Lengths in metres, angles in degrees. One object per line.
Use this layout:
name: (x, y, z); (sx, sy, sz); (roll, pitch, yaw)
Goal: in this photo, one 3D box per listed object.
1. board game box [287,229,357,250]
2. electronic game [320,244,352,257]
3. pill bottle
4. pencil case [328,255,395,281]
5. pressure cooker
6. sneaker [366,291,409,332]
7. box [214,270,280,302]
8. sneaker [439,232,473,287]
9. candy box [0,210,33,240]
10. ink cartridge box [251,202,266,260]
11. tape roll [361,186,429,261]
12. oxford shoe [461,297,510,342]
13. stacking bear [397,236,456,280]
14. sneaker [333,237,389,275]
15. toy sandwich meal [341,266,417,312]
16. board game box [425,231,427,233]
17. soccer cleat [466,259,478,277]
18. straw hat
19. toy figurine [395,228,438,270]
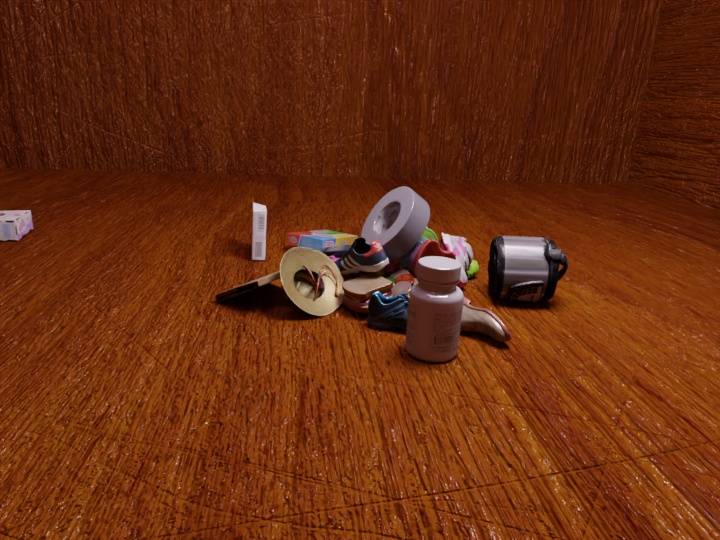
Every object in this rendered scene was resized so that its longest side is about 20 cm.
board game box: (-0.127, -0.103, 1.917); (0.152, 0.041, 0.200); (13, 14, 32)
electronic game: (-0.030, -0.052, 1.687); (0.198, 0.042, 0.200); (-4, -1, 0)
pill bottle: (0.157, 0.078, 1.179); (0.113, 0.201, 0.114); (3, 18, -1)
pencil case: (0.000, 0.000, 1.586); (0.198, 0.091, 0.094); (4, 23, 12)
pressure cooker: (0.453, -0.007, 1.519); (0.198, 0.180, 0.176); (3, 15, 3)
sneaker: (0.113, 0.099, 1.304); (0.198, 0.083, 0.073); (5, 19, 8)
box: (-0.253, 0.027, 1.461); (0.163, 0.021, 0.200); (-19, 3, 35)
sneaker: (0.291, -0.036, 1.645); (0.088, 0.082, 0.201); (-4, 50, -3)
candy box: (-1.247, -0.153, 1.910); (0.198, 0.072, 0.168); (-2, 18, -12)
ink cartridge box: (-0.333, -0.137, 1.840); (0.050, 0.162, 0.200); (1, 17, -10)
tape roll: (0.092, -0.126, 1.517); (0.066, 0.201, 0.200); (33, 3, -28)
oxford shoe: (0.261, 0.125, 1.306); (0.075, 0.071, 0.200); (-34, 33, -19)
stacking bear: (0.145, -0.055, 1.535); (0.121, 0.114, 0.200); (29, 9, -36)
sneaker: (-0.016, -0.041, 1.472); (0.199, 0.085, 0.075); (-8, 20, 38)
toy sandwich meal: (0.046, 0.038, 1.430); (0.204, 0.071, 0.206); (-13, 27, 7)
board game box: (0.108, -0.088, 1.765); (0.150, 0.037, 0.200); (-2, -20, -14)
soccer cleat: (0.268, -0.024, 1.736); (0.199, 0.068, 0.081); (18, 32, 37)
straw hat: (-0.141, 0.043, 1.424); (0.085, 0.202, 0.200); (-33, -10, 41)
toy figurine: (0.171, -0.013, 1.620); (0.199, 0.151, 0.184); (-22, 32, -7)
